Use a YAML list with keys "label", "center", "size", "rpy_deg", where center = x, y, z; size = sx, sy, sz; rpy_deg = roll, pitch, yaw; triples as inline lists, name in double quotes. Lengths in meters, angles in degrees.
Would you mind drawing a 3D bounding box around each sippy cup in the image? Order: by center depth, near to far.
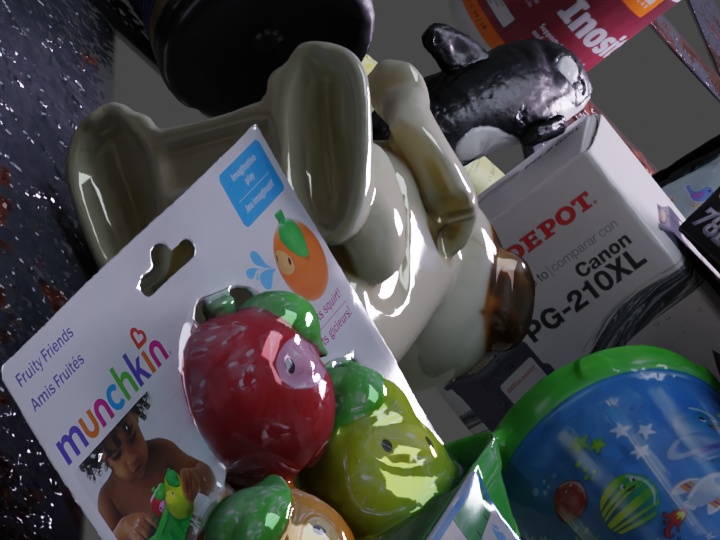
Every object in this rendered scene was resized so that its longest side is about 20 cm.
- label: "sippy cup"
  center: [0.136, 0.124, 0.943]
  size: [0.130, 0.178, 0.140]
  rpy_deg: [53, -16, 53]

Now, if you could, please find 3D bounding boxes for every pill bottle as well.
- label: "pill bottle"
  center: [-0.071, -0.181, 1.071]
  size: [0.112, 0.112, 0.200]
  rpy_deg: [31, 30, -45]
- label: "pill bottle"
  center: [0.173, -0.221, 1.542]
  size: [0.113, 0.200, 0.113]
  rpy_deg: [44, 22, -23]

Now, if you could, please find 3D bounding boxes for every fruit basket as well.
- label: "fruit basket"
  center: [-0.021, 0.069, 0.723]
  size: [0.200, 0.094, 0.185]
  rpy_deg: [65, 34, -17]

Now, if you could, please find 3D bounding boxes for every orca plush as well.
- label: "orca plush"
  center: [0.033, -0.091, 1.072]
  size: [0.105, 0.200, 0.071]
  rpy_deg: [-159, -129, -68]

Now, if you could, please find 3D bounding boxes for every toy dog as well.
- label: "toy dog"
  center: [0.000, 0.000, 0.899]
  size: [0.200, 0.139, 0.194]
  rpy_deg: [7, 62, -63]

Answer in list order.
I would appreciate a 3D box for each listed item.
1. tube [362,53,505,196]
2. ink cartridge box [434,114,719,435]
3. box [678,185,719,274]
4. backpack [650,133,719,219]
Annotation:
- label: "tube"
  center: [0.001, -0.096, 1.186]
  size: [0.200, 0.052, 0.058]
  rpy_deg: [41, -15, -19]
- label: "ink cartridge box"
  center: [0.125, 0.043, 1.080]
  size: [0.200, 0.145, 0.084]
  rpy_deg: [50, 19, -6]
- label: "box"
  center: [0.263, 0.061, 1.003]
  size: [0.200, 0.050, 0.199]
  rpy_deg: [43, 5, -29]
- label: "backpack"
  center: [0.190, 0.008, 1.204]
  size: [0.127, 0.200, 0.167]
  rpy_deg: [58, 20, 15]
